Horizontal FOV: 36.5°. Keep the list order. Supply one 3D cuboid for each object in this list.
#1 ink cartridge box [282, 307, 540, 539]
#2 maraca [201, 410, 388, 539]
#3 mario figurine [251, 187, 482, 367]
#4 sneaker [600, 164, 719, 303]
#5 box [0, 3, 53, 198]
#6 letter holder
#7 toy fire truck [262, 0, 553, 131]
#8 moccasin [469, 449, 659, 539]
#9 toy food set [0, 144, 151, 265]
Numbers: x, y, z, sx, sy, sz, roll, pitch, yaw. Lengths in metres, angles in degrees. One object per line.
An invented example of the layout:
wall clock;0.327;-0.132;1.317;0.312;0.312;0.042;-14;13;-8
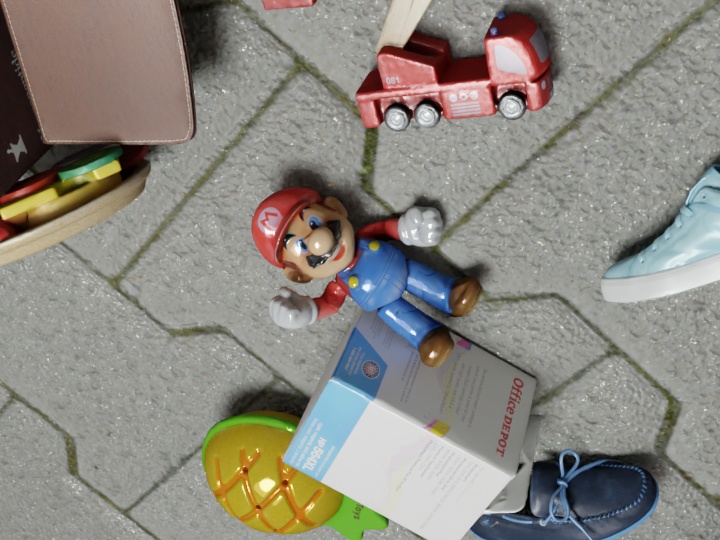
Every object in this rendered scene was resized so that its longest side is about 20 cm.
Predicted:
ink cartridge box;0.056;0.140;0.970;0.198;0.129;0.126;29;129;-2
maraca;-0.064;0.205;1.075;0.198;0.107;0.138;15;128;9
mario figurine;0.000;0.000;0.899;0.198;0.124;0.106;29;138;-5
sneaker;0.264;-0.034;0.821;0.199;0.074;0.083;-21;85;36
box;-0.342;-0.157;0.857;0.162;0.201;0.167;0;125;19
letter holder;-0.185;-0.208;0.828;0.140;0.101;0.202;2;125;16
toy fire truck;0.036;-0.177;0.800;0.197;0.049;0.142;-3;123;22
moccasin;0.174;0.216;1.011;0.198;0.081;0.068;-21;127;30
toy food set;-0.263;-0.057;0.902;0.196;0.200;0.049;-25;106;-9
